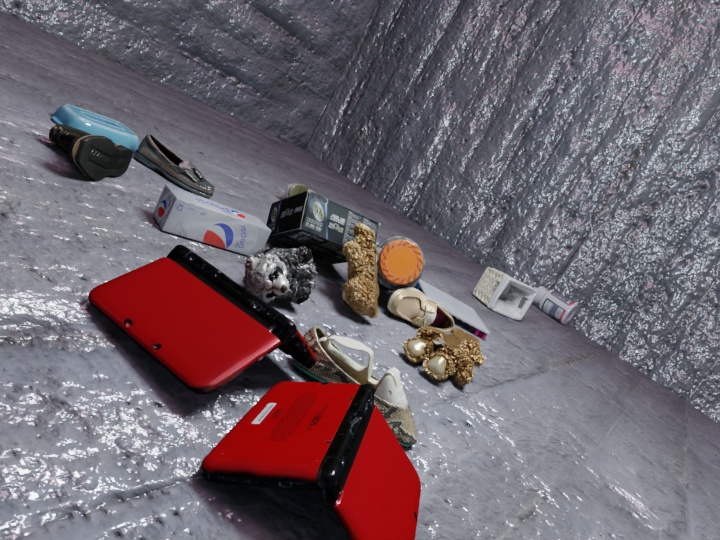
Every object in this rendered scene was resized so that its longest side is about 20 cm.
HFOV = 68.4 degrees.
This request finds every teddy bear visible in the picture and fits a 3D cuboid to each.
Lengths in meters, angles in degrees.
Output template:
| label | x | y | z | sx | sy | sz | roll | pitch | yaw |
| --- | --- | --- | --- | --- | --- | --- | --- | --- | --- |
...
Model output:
| label | x | y | z | sx | sy | sz | roll | pitch | yaw |
| --- | --- | --- | --- | --- | --- | --- | --- | --- | --- |
| teddy bear | 0.000 | 0.000 | 1.055 | 0.066 | 0.202 | 0.145 | -4 | -21 | 9 |
| teddy bear | 0.157 | 0.162 | 1.001 | 0.144 | 0.067 | 0.200 | 24 | 17 | 18 |

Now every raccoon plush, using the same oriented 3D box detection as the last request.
| label | x | y | z | sx | sy | sz | roll | pitch | yaw |
| --- | --- | --- | --- | --- | --- | --- | --- | --- | --- |
| raccoon plush | -0.167 | 0.009 | 0.868 | 0.133 | 0.098 | 0.199 | -1 | 1 | -42 |

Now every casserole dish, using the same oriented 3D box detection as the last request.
| label | x | y | z | sx | sy | sz | roll | pitch | yaw |
| --- | --- | --- | --- | --- | --- | --- | --- | --- | --- |
| casserole dish | -0.593 | -0.325 | 1.206 | 0.121 | 0.039 | 0.199 | 38 | 14 | 27 |

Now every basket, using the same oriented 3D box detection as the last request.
| label | x | y | z | sx | sy | sz | roll | pitch | yaw |
| --- | --- | --- | --- | --- | --- | --- | --- | --- | --- |
| basket | 0.532 | 0.082 | 1.965 | 0.199 | 0.136 | 0.123 | 20 | 14 | -39 |

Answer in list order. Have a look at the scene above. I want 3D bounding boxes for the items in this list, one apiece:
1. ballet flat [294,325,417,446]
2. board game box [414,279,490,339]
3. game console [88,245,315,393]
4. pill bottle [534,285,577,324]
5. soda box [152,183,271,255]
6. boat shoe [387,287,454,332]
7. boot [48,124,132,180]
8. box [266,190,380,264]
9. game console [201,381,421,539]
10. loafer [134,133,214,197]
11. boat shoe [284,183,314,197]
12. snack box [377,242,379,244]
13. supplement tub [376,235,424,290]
| label | x | y | z | sx | sy | sz | roll | pitch | yaw |
| --- | --- | --- | --- | --- | --- | --- | --- | --- | --- |
| ballet flat | 0.003 | 0.139 | 0.681 | 0.199 | 0.076 | 0.068 | 34 | 12 | 15 |
| board game box | 0.252 | 0.105 | 1.487 | 0.199 | 0.026 | 0.200 | 29 | 12 | -10 |
| game console | -0.174 | 0.070 | 0.617 | 0.199 | 0.119 | 0.173 | 31 | -19 | 25 |
| pill bottle | 0.967 | 0.167 | 2.652 | 0.200 | 0.120 | 0.119 | 39 | 16 | 34 |
| soda box | -0.266 | -0.086 | 0.965 | 0.199 | 0.064 | 0.068 | 18 | 16 | -44 |
| boat shoe | 0.143 | 0.092 | 1.181 | 0.199 | 0.074 | 0.069 | 19 | 11 | -43 |
| boot | -0.511 | -0.222 | 0.945 | 0.137 | 0.078 | 0.200 | 24 | 0 | -7 |
| box | -0.086 | -0.089 | 1.178 | 0.199 | 0.087 | 0.163 | 21 | -16 | -34 |
| game console | -0.032 | 0.197 | 0.512 | 0.170 | 0.120 | 0.200 | 0 | 8 | 10 |
| loafer | -0.418 | -0.238 | 1.209 | 0.199 | 0.063 | 0.072 | 30 | 13 | -3 |
| boat shoe | -0.198 | -0.244 | 1.730 | 0.068 | 0.075 | 0.200 | 28 | 4 | 22 |
| snack box | -0.041 | -0.125 | 1.684 | 0.199 | 0.037 | 0.116 | 36 | 14 | 22 |
| supplement tub | 0.080 | -0.014 | 1.233 | 0.122 | 0.123 | 0.200 | 29 | -5 | -2 |
